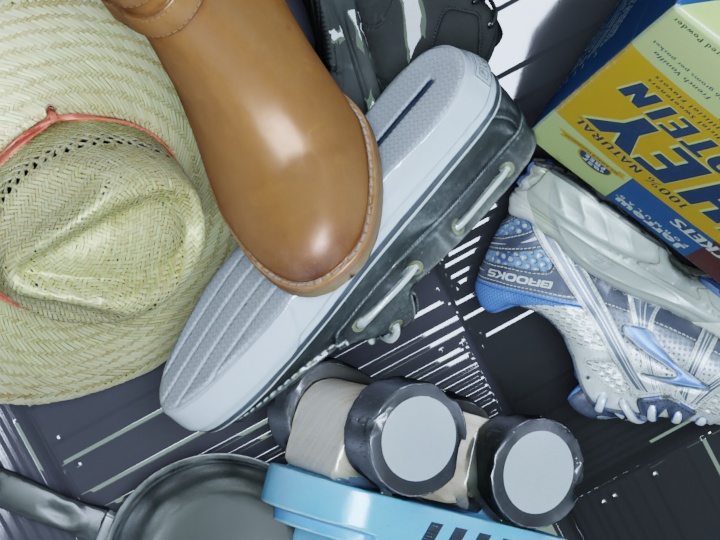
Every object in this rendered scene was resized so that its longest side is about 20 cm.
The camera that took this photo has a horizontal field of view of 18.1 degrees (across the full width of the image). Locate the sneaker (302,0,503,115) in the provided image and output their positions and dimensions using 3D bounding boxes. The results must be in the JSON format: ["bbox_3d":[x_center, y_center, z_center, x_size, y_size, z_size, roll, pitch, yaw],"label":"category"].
[{"bbox_3d":[0.016,-0.123,1.002,0.090,0.076,0.202,-10,104,-7],"label":"sneaker"}]

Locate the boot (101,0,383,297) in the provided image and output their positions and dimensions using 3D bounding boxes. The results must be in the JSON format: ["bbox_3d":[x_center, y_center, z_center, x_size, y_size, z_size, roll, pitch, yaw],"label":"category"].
[{"bbox_3d":[-0.061,-0.097,0.886,0.076,0.155,0.201,-19,66,16],"label":"boot"}]

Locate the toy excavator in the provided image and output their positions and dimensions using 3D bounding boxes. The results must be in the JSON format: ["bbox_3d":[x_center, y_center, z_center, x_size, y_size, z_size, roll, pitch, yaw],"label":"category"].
[{"bbox_3d":[0.035,0.155,0.993,0.193,0.100,0.201,17,87,-30],"label":"toy excavator"}]

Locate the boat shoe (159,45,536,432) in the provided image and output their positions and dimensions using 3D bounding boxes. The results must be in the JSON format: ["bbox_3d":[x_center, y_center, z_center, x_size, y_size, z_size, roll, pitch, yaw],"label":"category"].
[{"bbox_3d":[0.000,0.000,0.956,0.200,0.072,0.071,-47,121,6],"label":"boat shoe"}]

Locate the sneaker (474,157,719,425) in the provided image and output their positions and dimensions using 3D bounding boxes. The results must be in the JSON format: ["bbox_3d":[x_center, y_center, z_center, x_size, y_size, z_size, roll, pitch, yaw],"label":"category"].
[{"bbox_3d":[0.138,0.037,1.020,0.200,0.077,0.085,37,103,3],"label":"sneaker"}]

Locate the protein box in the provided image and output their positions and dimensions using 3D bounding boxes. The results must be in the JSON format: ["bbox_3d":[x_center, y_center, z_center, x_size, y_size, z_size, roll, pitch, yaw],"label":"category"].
[{"bbox_3d":[0.196,-0.113,0.914,0.135,0.200,0.199,36,76,-3],"label":"protein box"}]

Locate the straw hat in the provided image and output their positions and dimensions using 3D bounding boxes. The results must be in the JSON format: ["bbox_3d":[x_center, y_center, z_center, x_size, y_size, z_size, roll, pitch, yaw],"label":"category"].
[{"bbox_3d":[-0.114,-0.019,0.956,0.200,0.085,0.203,-8,111,-22],"label":"straw hat"}]

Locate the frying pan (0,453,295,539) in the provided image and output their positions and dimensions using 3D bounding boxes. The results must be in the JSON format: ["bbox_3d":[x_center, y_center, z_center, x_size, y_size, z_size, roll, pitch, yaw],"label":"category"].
[{"bbox_3d":[-0.099,0.141,1.034,0.188,0.031,0.116,0,90,9],"label":"frying pan"}]
